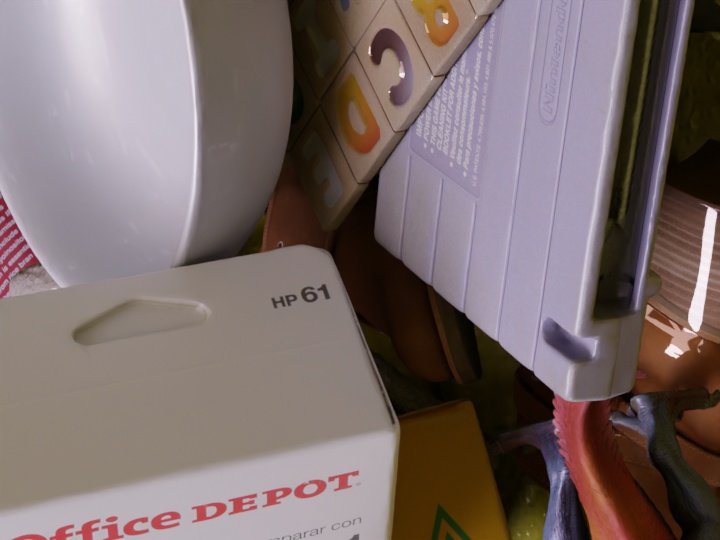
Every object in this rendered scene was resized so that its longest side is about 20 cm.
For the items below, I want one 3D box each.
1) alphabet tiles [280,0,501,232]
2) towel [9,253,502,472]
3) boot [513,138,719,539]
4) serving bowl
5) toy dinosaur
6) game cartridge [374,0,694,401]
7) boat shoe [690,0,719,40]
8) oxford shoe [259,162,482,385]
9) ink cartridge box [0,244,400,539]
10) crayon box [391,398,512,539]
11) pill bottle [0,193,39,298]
[{"bbox_3d":[-0.021,-0.115,0.689,0.167,0.008,0.200,65,148,18],"label":"alphabet tiles"},{"bbox_3d":[-0.043,0.046,0.892,0.200,0.035,0.132,38,149,-24],"label":"towel"},{"bbox_3d":[0.078,0.003,0.797,0.200,0.077,0.155,29,129,32],"label":"boot"},{"bbox_3d":[-0.078,-0.087,0.726,0.200,0.066,0.200,33,129,51],"label":"serving bowl"},{"bbox_3d":[0.090,0.139,0.712,0.105,0.200,0.182,-14,74,21],"label":"toy dinosaur"},{"bbox_3d":[0.052,-0.078,0.619,0.130,0.038,0.200,-134,43,-54],"label":"game cartridge"},{"bbox_3d":[0.127,-0.099,0.693,0.068,0.072,0.200,50,147,-9],"label":"boat shoe"},{"bbox_3d":[0.000,0.000,0.796,0.200,0.071,0.071,-123,16,-68],"label":"oxford shoe"},{"bbox_3d":[-0.070,0.096,0.712,0.200,0.144,0.085,92,161,-48],"label":"ink cartridge box"},{"bbox_3d":[0.024,0.128,0.781,0.127,0.051,0.200,130,125,-73],"label":"crayon box"},{"bbox_3d":[-0.156,-0.016,1.022,0.200,0.113,0.113,50,136,25],"label":"pill bottle"}]
